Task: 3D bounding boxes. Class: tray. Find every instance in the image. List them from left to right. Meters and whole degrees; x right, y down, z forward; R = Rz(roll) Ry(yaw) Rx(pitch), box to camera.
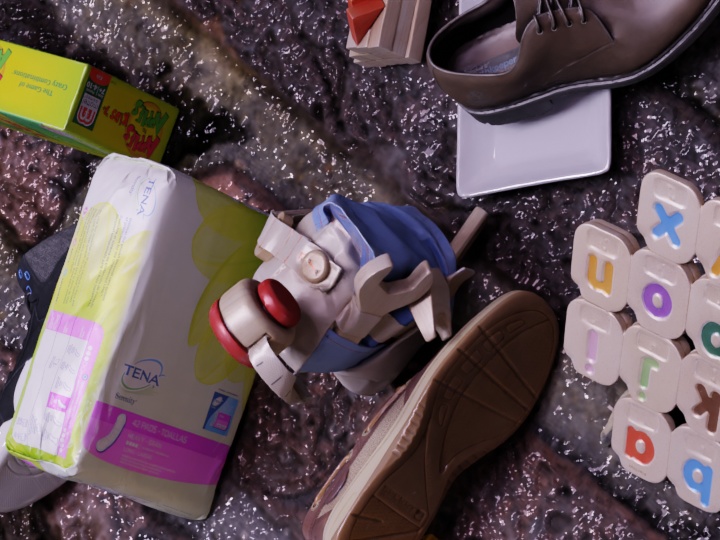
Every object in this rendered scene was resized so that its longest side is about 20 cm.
[{"bbox_3d":[0.110,-0.144,1.692,0.107,0.022,0.201,-9,70,33],"label":"tray"}]

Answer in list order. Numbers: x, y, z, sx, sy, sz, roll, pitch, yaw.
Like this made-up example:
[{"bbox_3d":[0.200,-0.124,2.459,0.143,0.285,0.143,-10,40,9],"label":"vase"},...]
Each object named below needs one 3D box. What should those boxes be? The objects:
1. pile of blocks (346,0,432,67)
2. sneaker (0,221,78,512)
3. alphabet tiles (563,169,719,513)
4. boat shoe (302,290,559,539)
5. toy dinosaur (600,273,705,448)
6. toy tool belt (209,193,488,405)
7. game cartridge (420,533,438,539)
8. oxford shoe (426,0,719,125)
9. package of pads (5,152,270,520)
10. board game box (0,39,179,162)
[{"bbox_3d":[0.029,-0.223,1.729,0.082,0.062,0.201,39,106,53],"label":"pile of blocks"},{"bbox_3d":[-0.205,0.055,1.819,0.200,0.073,0.112,-51,51,0],"label":"sneaker"},{"bbox_3d":[0.196,0.047,1.508,0.199,0.015,0.197,26,128,33],"label":"alphabet tiles"},{"bbox_3d":[0.037,0.090,1.634,0.200,0.072,0.072,-55,31,-6],"label":"boat shoe"},{"bbox_3d":[0.212,0.038,1.552,0.199,0.047,0.089,-15,74,34],"label":"toy dinosaur"},{"bbox_3d":[0.000,0.000,1.616,0.123,0.200,0.125,-39,76,18],"label":"toy tool belt"},{"bbox_3d":[-0.042,0.248,1.598,0.199,0.032,0.176,-30,17,22],"label":"game cartridge"},{"bbox_3d":[0.128,-0.147,1.617,0.199,0.084,0.073,-26,61,23],"label":"oxford shoe"},{"bbox_3d":[-0.128,0.041,1.713,0.068,0.154,0.201,15,83,36],"label":"package of pads"},{"bbox_3d":[-0.231,-0.122,1.868,0.199,0.101,0.048,17,86,37],"label":"board game box"}]
